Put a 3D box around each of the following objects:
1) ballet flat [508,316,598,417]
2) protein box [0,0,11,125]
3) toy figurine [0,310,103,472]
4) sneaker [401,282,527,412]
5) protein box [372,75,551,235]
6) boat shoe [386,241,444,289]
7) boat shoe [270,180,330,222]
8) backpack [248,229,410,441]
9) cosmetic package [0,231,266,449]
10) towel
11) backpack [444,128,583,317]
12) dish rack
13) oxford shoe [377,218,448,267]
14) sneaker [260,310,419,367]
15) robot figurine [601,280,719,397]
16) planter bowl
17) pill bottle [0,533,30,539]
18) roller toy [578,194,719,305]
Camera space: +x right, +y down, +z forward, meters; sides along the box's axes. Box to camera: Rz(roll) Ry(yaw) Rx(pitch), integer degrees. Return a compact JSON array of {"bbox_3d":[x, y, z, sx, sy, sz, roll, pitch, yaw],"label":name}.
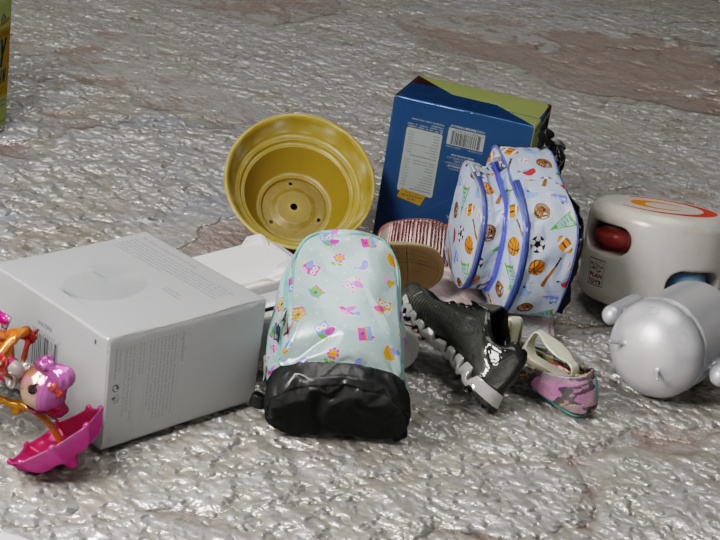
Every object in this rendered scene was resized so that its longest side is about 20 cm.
[{"bbox_3d":[0.183,0.094,1.632,0.199,0.072,0.069,25,28,35],"label":"ballet flat"},{"bbox_3d":[-0.624,-0.308,2.102,0.198,0.200,0.135,13,22,9],"label":"protein box"},{"bbox_3d":[-0.315,0.098,1.313,0.183,0.201,0.150,25,36,7],"label":"toy figurine"},{"bbox_3d":[0.119,0.064,1.615,0.066,0.091,0.200,36,10,-46],"label":"sneaker"},{"bbox_3d":[0.140,-0.138,2.005,0.197,0.202,0.135,14,22,13],"label":"protein box"},{"bbox_3d":[0.000,0.000,1.755,0.198,0.072,0.065,-8,15,-3],"label":"boat shoe"},{"bbox_3d":[-0.093,-0.130,2.067,0.090,0.071,0.201,9,24,-12],"label":"boat shoe"},{"bbox_3d":[-0.019,0.061,1.482,0.165,0.127,0.201,9,54,-11],"label":"backpack"},{"bbox_3d":[-0.236,0.064,1.473,0.199,0.124,0.199,27,30,38],"label":"cosmetic package"},{"bbox_3d":[0.139,0.044,1.791,0.198,0.033,0.191,10,22,0],"label":"towel"},{"bbox_3d":[0.187,-0.041,1.745,0.153,0.201,0.191,-5,34,-16],"label":"backpack"},{"bbox_3d":[-0.146,0.005,1.665,0.170,0.044,0.200,-14,17,-15],"label":"dish rack"},{"bbox_3d":[0.120,-0.023,1.929,0.198,0.071,0.075,11,-4,8],"label":"oxford shoe"},{"bbox_3d":[-0.046,0.065,1.627,0.198,0.074,0.116,8,18,-27],"label":"sneaker"},{"bbox_3d":[0.362,0.079,1.682,0.169,0.114,0.199,28,28,32],"label":"robot figurine"},{"bbox_3d":[-0.084,-0.101,1.932,0.198,0.084,0.202,4,64,-8],"label":"planter bowl"},{"bbox_3d":[-0.279,0.269,0.972,0.111,0.113,0.200,16,23,16],"label":"pill bottle"},{"bbox_3d":[0.374,-0.015,1.881,0.198,0.141,0.182,11,12,15],"label":"roller toy"}]
